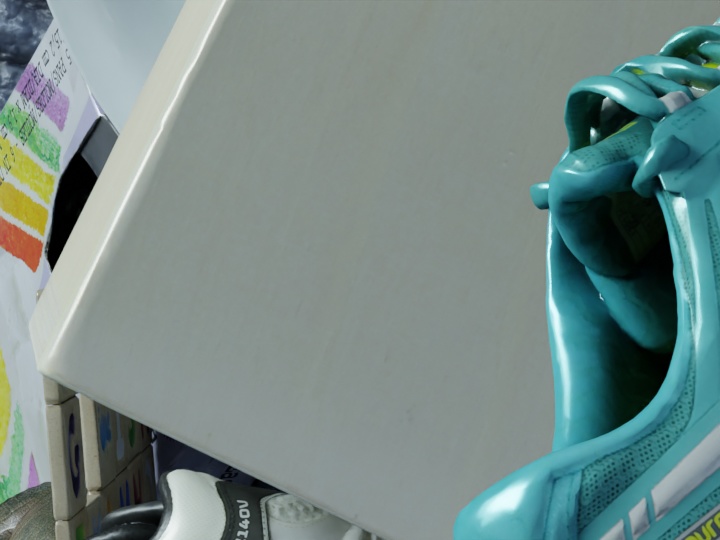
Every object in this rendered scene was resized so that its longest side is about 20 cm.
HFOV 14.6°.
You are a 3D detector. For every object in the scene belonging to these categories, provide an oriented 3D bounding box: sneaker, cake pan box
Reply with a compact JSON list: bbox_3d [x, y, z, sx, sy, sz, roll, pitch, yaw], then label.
[{"bbox_3d":[-0.046,0.099,0.785,0.200,0.087,0.076,130,161,-60],"label":"sneaker"},{"bbox_3d":[-0.101,0.022,1.093,0.200,0.052,0.185,-49,56,49],"label":"cake pan box"},{"bbox_3d":[0.073,-0.017,0.485,0.078,0.079,0.201,-49,17,56],"label":"sneaker"}]

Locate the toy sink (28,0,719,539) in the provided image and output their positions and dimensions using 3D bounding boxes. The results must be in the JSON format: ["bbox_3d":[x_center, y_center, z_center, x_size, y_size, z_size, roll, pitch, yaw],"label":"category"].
[{"bbox_3d":[0.021,-0.043,0.674,0.201,0.130,0.112,-64,10,1],"label":"toy sink"}]

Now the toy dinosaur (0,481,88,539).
[{"bbox_3d":[-0.119,0.111,0.962,0.102,0.077,0.200,-51,-14,-33],"label":"toy dinosaur"}]

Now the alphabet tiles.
[{"bbox_3d":[-0.080,0.084,0.912,0.200,0.007,0.169,-45,-49,-86],"label":"alphabet tiles"}]

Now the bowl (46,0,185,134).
[{"bbox_3d":[-0.021,-0.109,0.955,0.090,0.201,0.201,-33,-8,-33],"label":"bowl"}]
